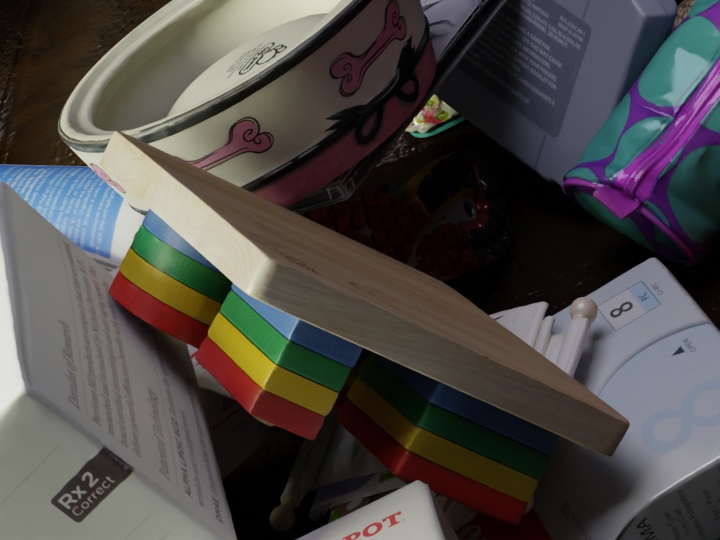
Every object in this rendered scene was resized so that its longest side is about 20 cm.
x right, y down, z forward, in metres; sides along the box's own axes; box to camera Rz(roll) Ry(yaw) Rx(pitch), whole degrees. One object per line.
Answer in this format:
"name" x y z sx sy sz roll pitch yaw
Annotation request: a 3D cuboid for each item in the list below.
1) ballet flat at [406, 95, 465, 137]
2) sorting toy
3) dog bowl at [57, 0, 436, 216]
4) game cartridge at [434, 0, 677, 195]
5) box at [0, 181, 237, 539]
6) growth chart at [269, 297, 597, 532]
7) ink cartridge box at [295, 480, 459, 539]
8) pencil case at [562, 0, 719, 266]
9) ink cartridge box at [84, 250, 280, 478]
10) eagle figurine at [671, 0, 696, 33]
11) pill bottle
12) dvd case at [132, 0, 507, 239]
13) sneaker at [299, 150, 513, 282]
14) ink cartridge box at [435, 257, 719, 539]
"ballet flat" 0.095 -0.154 1.632 0.199 0.064 0.076 -33 31 -5
"sorting toy" -0.013 0.030 1.276 0.070 0.199 0.199 -62 30 6
"dog bowl" -0.049 -0.094 1.422 0.199 0.074 0.200 -27 21 12
"game cartridge" 0.087 -0.138 1.527 0.040 0.134 0.200 -10 37 -37
"box" -0.176 0.103 1.261 0.199 0.131 0.200 -44 27 12
"growth chart" 0.032 0.075 1.373 0.199 0.018 0.145 -12 42 49
"ink cartridge box" 0.009 0.198 1.178 0.128 0.126 0.200 -25 33 6
"pencil case" 0.188 -0.101 1.428 0.085 0.092 0.200 34 87 13
"ink cartridge box" -0.109 0.054 1.427 0.199 0.068 0.116 18 23 17
"eagle figurine" 0.202 -0.180 1.539 0.199 0.151 0.152 -23 43 -10
"pill bottle" -0.141 -0.002 1.550 0.199 0.113 0.113 2 43 21
"dvd case" -0.016 -0.085 1.480 0.148 0.016 0.200 -14 27 41
"sneaker" 0.000 0.000 1.459 0.082 0.078 0.200 -24 -1 36
"ink cartridge box" 0.091 0.092 1.327 0.199 0.047 0.160 -29 33 -2
